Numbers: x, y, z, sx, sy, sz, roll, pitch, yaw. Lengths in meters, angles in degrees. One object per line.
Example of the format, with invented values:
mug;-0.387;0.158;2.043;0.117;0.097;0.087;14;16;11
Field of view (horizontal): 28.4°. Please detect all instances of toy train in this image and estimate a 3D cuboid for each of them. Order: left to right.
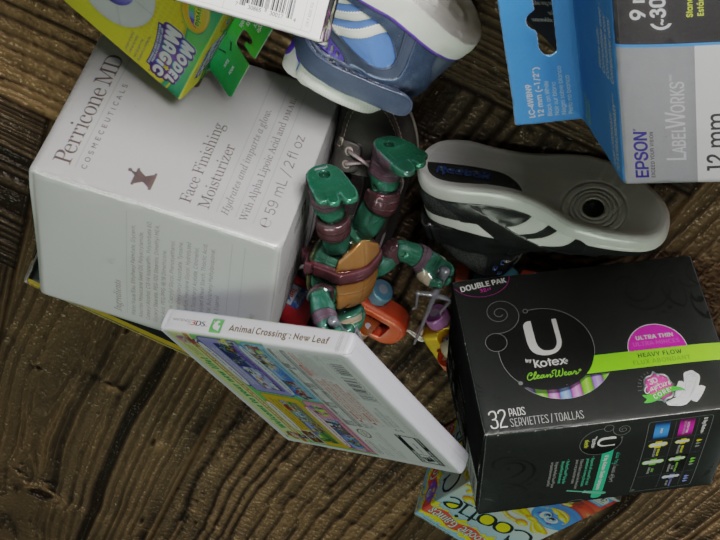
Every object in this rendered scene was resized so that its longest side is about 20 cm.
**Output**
toy train;0.063;0.038;1.250;0.150;0.056;0.200;33;142;-17

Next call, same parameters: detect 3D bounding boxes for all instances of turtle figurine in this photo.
turtle figurine;0.000;0.000;1.096;0.100;0.150;0.201;24;136;25

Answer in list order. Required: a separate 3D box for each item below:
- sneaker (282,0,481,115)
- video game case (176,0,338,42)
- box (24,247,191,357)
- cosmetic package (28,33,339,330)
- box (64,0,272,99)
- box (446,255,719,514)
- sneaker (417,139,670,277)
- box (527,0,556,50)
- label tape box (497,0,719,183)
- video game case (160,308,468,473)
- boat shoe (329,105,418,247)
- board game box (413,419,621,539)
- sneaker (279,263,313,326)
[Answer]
sneaker;-0.028;-0.185;0.992;0.199;0.081;0.146;36;137;-28
video game case;-0.092;-0.255;0.881;0.198;0.036;0.183;16;100;6
box;-0.185;0.033;1.285;0.198;0.050;0.160;24;-179;6
cosmetic package;-0.138;-0.061;1.130;0.198;0.166;0.166;17;144;2
box;-0.155;-0.210;1.012;0.199;0.048;0.117;39;142;-2
box;0.179;0.091;1.135;0.198;0.150;0.125;-7;142;-4
sneaker;0.144;-0.035;1.117;0.198;0.073;0.112;17;147;19
box;0.182;-0.168;0.848;0.200;0.105;0.148;39;173;-25
label tape box;0.167;-0.116;0.728;0.198;0.066;0.144;-2;134;13
video game case;-0.033;0.094;1.104;0.181;0.022;0.200;6;152;35
boat shoe;0.006;-0.066;1.145;0.066;0.057;0.201;15;143;6
board game box;0.154;0.182;1.347;0.103;0.105;0.200;32;141;-14
sneaker;-0.098;0.006;1.239;0.199;0.072;0.112;27;175;-17
